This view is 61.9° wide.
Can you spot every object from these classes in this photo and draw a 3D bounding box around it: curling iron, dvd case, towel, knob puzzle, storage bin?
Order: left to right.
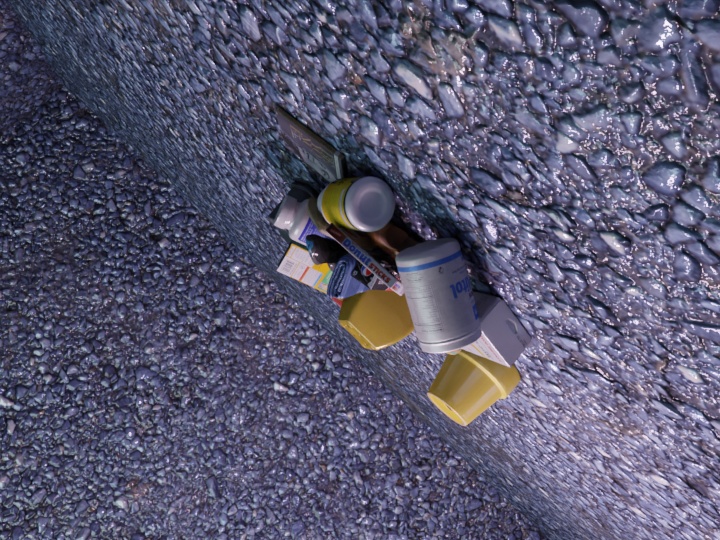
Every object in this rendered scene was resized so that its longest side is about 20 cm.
[{"bbox_3d":[-0.143,-0.126,1.629,0.145,0.134,0.200,25,158,51],"label":"storage bin"},{"bbox_3d":[-0.108,-0.269,1.355,0.200,0.016,0.149,39,165,16],"label":"dvd case"},{"bbox_3d":[-0.052,-0.103,1.412,0.219,0.030,0.220,28,-155,-14],"label":"knob puzzle"},{"bbox_3d":[0.000,0.000,1.416,0.048,0.112,0.200,33,-155,26],"label":"towel"},{"bbox_3d":[0.094,0.014,1.347,0.050,0.026,0.200,43,-172,16],"label":"curling iron"}]

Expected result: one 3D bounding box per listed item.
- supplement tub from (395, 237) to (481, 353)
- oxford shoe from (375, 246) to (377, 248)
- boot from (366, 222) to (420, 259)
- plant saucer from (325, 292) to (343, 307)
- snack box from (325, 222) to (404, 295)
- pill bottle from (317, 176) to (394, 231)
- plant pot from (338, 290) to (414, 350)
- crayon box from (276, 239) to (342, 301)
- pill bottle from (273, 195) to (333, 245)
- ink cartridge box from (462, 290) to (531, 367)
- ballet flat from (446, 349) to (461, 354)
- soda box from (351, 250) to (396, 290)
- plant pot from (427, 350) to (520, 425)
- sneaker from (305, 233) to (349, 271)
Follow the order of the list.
[{"bbox_3d":[0.155,0.047,1.186,0.132,0.132,0.201,7,116,67],"label":"supplement tub"},{"bbox_3d":[0.001,-0.049,1.575,0.071,0.074,0.200,42,167,-5],"label":"oxford shoe"},{"bbox_3d":[0.099,-0.044,1.362,0.200,0.074,0.155,46,174,-21],"label":"boot"},{"bbox_3d":[-0.040,0.026,1.775,0.200,0.200,0.037,44,123,-2],"label":"plant saucer"},{"bbox_3d":[0.011,-0.024,1.243,0.200,0.024,0.072,42,-176,26],"label":"snack box"},{"bbox_3d":[-0.019,-0.142,1.282,0.112,0.112,0.200,49,165,-23],"label":"pill bottle"},{"bbox_3d":[0.052,0.105,1.629,0.194,0.200,0.195,45,167,-8],"label":"plant pot"},{"bbox_3d":[-0.108,-0.009,1.602,0.200,0.052,0.126,26,137,-11],"label":"crayon box"},{"bbox_3d":[-0.112,-0.111,1.510,0.200,0.112,0.112,25,170,-14],"label":"pill bottle"},{"bbox_3d":[0.259,0.119,1.342,0.146,0.083,0.200,49,165,-23],"label":"ink cartridge box"},{"bbox_3d":[0.185,0.120,1.493,0.063,0.069,0.200,3,-131,-57],"label":"ballet flat"},{"bbox_3d":[0.061,0.004,1.400,0.063,0.071,0.200,34,-167,26],"label":"soda box"},{"bbox_3d":[0.283,0.293,1.570,0.201,0.189,0.201,39,165,13],"label":"plant pot"},{"bbox_3d":[-0.063,-0.050,1.397,0.200,0.082,0.073,23,-129,-68],"label":"sneaker"}]
